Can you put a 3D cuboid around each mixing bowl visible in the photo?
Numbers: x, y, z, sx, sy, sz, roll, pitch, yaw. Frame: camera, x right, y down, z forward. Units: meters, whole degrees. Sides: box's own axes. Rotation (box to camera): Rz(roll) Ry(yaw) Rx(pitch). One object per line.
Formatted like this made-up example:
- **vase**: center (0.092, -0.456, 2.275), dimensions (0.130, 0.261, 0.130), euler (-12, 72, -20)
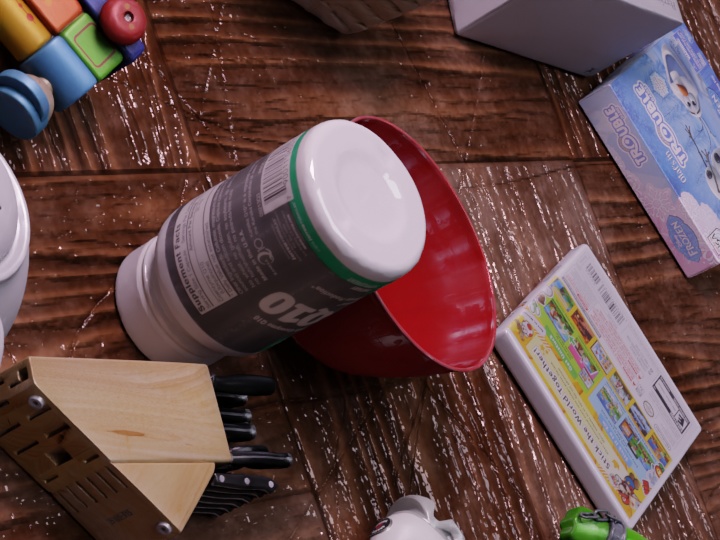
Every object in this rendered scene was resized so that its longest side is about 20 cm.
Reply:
- **mixing bowl**: center (0.000, 0.000, 1.580), dimensions (0.200, 0.108, 0.200), euler (43, 33, -37)

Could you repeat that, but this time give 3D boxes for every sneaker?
- **sneaker**: center (0.069, 0.262, 1.543), dimensions (0.200, 0.074, 0.089), euler (49, 37, -2)

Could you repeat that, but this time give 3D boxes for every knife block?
- **knife block**: center (-0.136, 0.090, 1.409), dimensions (0.200, 0.064, 0.176), euler (47, 38, -18)

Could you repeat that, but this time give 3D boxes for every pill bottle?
- **pill bottle**: center (-0.064, -0.011, 1.445), dimensions (0.113, 0.200, 0.113), euler (28, 48, -37)

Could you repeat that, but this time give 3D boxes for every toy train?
- **toy train**: center (-0.246, -0.191, 1.452), dimensions (0.200, 0.085, 0.116), euler (51, 51, -15)

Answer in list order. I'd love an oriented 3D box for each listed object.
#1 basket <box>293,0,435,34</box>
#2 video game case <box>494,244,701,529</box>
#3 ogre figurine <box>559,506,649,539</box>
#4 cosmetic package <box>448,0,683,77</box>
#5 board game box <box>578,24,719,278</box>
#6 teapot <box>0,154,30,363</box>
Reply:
- **basket**: center (-0.023, -0.291, 1.716), dimensions (0.200, 0.136, 0.123), euler (29, 60, -35)
- **video game case**: center (0.203, 0.098, 1.848), dimensions (0.200, 0.023, 0.182), euler (58, 36, -7)
- **ogre figurine**: center (0.222, 0.284, 1.698), dimensions (0.120, 0.098, 0.200), euler (0, 51, -31)
- **cosmetic package**: center (0.172, -0.305, 1.984), dimensions (0.199, 0.123, 0.200), euler (10, 61, -47)
- **board game box**: center (0.314, -0.121, 2.102), dimensions (0.200, 0.043, 0.199), euler (57, 38, -7)
- **teapot**: center (-0.261, -0.023, 1.250), dimensions (0.200, 0.146, 0.197), euler (51, 34, -9)
